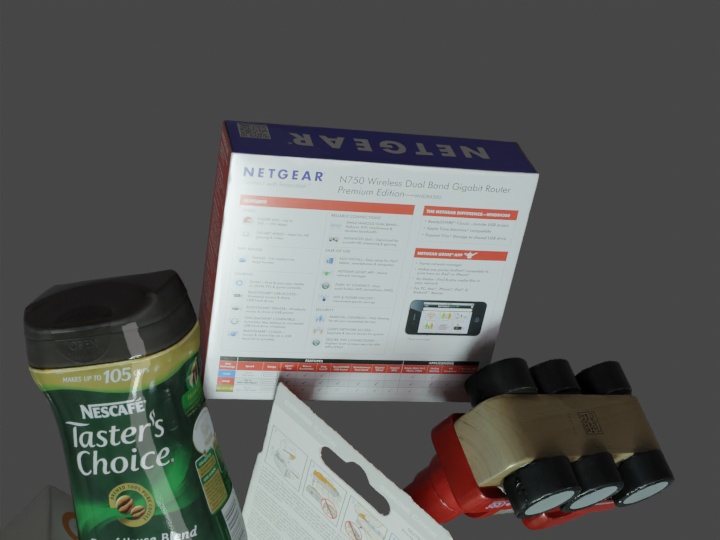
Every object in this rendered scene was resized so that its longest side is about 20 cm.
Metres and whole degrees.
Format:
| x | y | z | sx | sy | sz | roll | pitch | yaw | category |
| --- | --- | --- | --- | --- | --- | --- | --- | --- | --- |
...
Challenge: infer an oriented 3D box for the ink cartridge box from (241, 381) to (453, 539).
| x | y | z | sx | sy | sz | roll | pitch | yaw | category |
| --- | --- | --- | --- | --- | --- | --- | --- | --- | --- |
| -0.008 | 0.185 | 0.831 | 0.050 | 0.161 | 0.201 | -26 | 144 | -43 | ink cartridge box |

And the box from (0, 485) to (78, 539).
| x | y | z | sx | sy | sz | roll | pitch | yaw | category |
| --- | --- | --- | --- | --- | --- | --- | --- | --- | --- |
| -0.194 | 0.266 | 0.823 | 0.097 | 0.200 | 0.124 | -42 | 120 | 13 | box |

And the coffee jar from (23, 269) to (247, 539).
| x | y | z | sx | sy | sz | roll | pitch | yaw | category |
| --- | --- | --- | --- | --- | --- | --- | --- | --- | --- |
| -0.141 | 0.101 | 0.766 | 0.104 | 0.085 | 0.201 | -8 | 106 | 12 | coffee jar |

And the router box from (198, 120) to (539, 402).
| x | y | z | sx | sy | sz | roll | pitch | yaw | category |
| --- | --- | --- | --- | --- | --- | --- | --- | --- | --- |
| 0.000 | 0.000 | 0.799 | 0.198 | 0.049 | 0.181 | 3 | 120 | -15 | router box |

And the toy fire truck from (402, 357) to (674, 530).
| x | y | z | sx | sy | sz | roll | pitch | yaw | category |
| --- | --- | --- | --- | --- | --- | --- | --- | --- | --- |
| 0.102 | 0.167 | 0.869 | 0.175 | 0.129 | 0.200 | 5 | 144 | -45 | toy fire truck |
